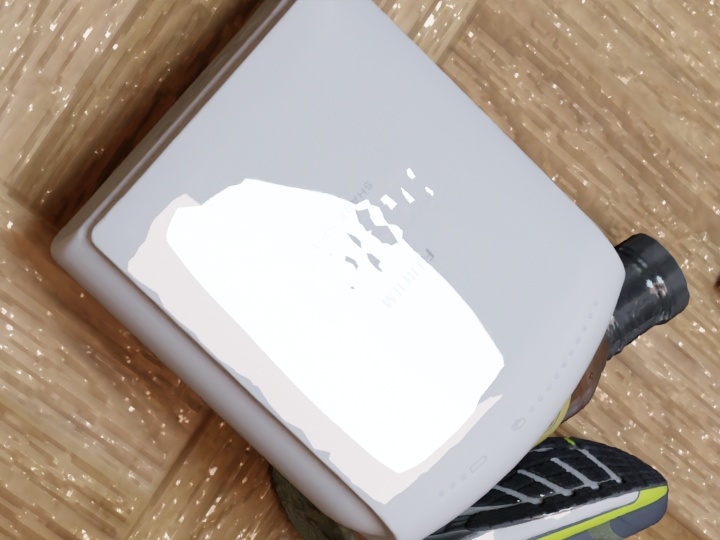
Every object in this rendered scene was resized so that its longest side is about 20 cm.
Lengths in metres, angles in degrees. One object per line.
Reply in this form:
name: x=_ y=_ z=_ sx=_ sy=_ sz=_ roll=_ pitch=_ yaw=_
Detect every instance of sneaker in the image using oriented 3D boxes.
sneaker: x=0.048 y=0.137 z=1.282 sx=0.199 sy=0.074 sz=0.081 roll=-23 pitch=120 yaw=-17

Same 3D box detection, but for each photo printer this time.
photo printer: x=0.000 y=0.000 z=1.174 sx=0.200 sy=0.069 sz=0.167 roll=45 pitch=73 yaw=-11

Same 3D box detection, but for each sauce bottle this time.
sauce bottle: x=0.055 y=0.050 z=1.261 sx=0.200 sy=0.065 sz=0.065 roll=-35 pitch=118 yaw=-21
